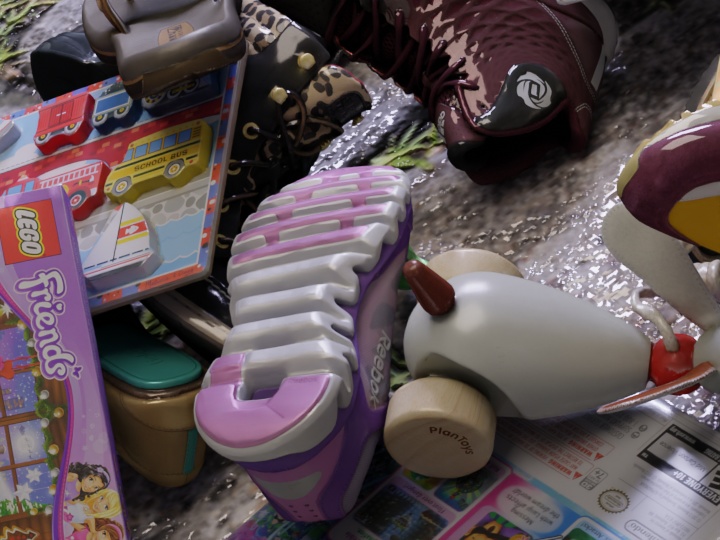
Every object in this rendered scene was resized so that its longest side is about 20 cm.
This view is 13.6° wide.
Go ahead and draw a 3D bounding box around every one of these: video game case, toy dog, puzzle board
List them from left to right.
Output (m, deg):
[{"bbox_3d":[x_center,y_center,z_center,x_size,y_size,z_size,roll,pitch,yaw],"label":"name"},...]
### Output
[{"bbox_3d":[-0.148,-0.032,1.452,0.199,0.017,0.151,-18,44,27],"label":"puzzle board"},{"bbox_3d":[0.060,0.112,1.315,0.182,0.024,0.200,-40,41,-18],"label":"video game case"},{"bbox_3d":[0.095,0.020,1.297,0.199,0.097,0.132,-20,50,6],"label":"toy dog"}]

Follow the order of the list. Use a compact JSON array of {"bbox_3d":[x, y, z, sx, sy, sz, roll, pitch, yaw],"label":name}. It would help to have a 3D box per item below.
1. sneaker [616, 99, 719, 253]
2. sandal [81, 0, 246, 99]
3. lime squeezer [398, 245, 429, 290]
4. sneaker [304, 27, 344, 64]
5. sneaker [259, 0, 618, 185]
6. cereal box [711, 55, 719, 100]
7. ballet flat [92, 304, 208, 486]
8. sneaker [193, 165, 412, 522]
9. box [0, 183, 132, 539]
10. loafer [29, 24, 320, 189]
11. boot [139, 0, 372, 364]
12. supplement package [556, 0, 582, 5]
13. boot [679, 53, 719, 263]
[{"bbox_3d":[0.204,-0.014,1.256,0.199,0.075,0.091,4,55,-20],"label":"sneaker"},{"bbox_3d":[-0.101,-0.131,1.458,0.081,0.055,0.200,-24,18,1],"label":"sandal"},{"bbox_3d":[0.000,0.000,1.452,0.199,0.038,0.071,5,32,42],"label":"lime squeezer"},{"bbox_3d":[0.017,-0.156,1.617,0.199,0.078,0.112,5,50,47],"label":"sneaker"},{"bbox_3d":[0.030,-0.107,1.495,0.199,0.076,0.116,13,53,-5],"label":"sneaker"},{"bbox_3d":[0.260,-0.119,1.324,0.199,0.040,0.144,-6,43,25],"label":"cereal box"},{"bbox_3d":[-0.132,0.046,1.461,0.068,0.063,0.200,-14,28,-24],"label":"ballet flat"},{"bbox_3d":[-0.016,0.035,1.353,0.080,0.089,0.201,-9,38,23],"label":"sneaker"},{"bbox_3d":[-0.181,0.073,1.360,0.136,0.039,0.201,-11,81,-1],"label":"box"},{"bbox_3d":[-0.088,-0.099,1.601,0.199,0.073,0.072,24,51,38],"label":"loafer"},{"bbox_3d":[-0.055,-0.039,1.459,0.151,0.073,0.200,-46,45,-4],"label":"boot"},{"bbox_3d":[0.161,-0.245,1.519,0.151,0.152,0.200,-12,17,13],"label":"supplement package"},{"bbox_3d":[0.237,-0.078,1.370,0.138,0.078,0.200,18,65,51],"label":"boot"}]
